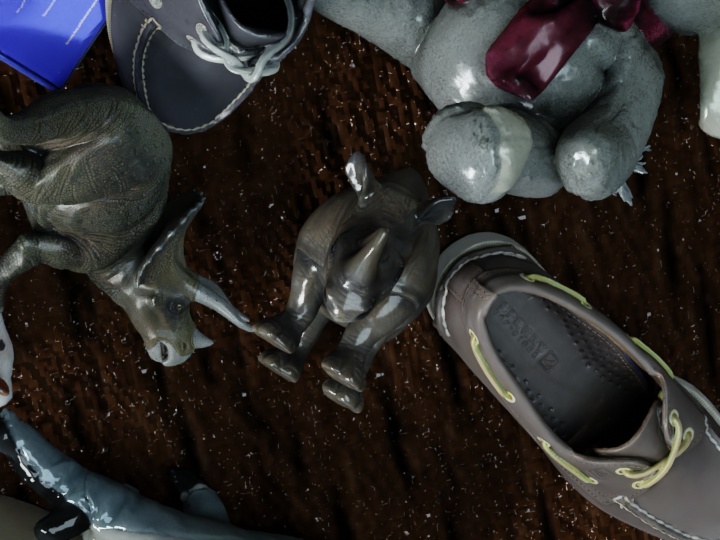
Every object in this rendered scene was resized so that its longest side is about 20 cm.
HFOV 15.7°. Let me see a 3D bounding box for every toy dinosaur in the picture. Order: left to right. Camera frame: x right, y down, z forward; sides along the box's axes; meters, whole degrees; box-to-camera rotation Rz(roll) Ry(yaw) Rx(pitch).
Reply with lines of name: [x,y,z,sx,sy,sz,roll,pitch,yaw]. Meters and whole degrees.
toy dinosaur: [-0.114,-0.040,1.043,0.102,0.077,0.200,-16,141,-2]

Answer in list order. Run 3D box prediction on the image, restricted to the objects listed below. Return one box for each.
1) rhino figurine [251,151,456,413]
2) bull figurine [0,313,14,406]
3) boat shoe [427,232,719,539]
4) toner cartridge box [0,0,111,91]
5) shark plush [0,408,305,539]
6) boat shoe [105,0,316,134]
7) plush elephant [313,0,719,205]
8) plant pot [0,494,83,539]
rhino figurine: [0.000,0.000,1.046,0.060,0.200,0.088,30,81,2]
bull figurine: [-0.238,0.062,1.069,0.200,0.065,0.121,-43,108,1]
boat shoe: [0.110,0.063,1.155,0.072,0.060,0.200,-45,111,2]
toner cartridge box: [-0.106,-0.180,1.036,0.095,0.043,0.200,32,97,-22]
shark plush: [-0.078,0.123,1.123,0.200,0.083,0.091,24,133,-14]
boat shoe: [-0.053,-0.104,0.987,0.073,0.063,0.200,6,146,-17]
plush elephant: [0.096,-0.112,1.048,0.200,0.165,0.155,20,118,-47]
plant pot: [-0.173,0.210,1.094,0.200,0.134,0.201,-4,108,-12]
